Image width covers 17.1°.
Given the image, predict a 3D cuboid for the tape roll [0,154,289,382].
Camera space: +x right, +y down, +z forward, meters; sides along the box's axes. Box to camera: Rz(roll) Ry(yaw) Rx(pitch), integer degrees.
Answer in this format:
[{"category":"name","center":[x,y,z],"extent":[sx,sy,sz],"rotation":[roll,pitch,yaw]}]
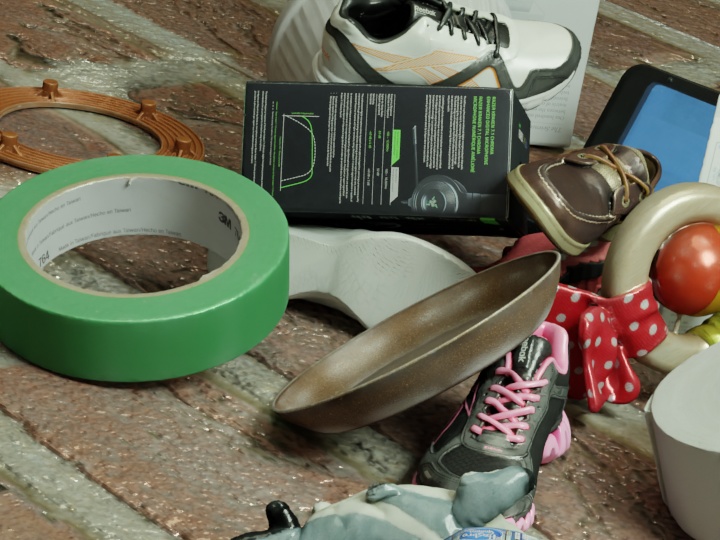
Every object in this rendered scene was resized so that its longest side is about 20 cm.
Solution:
[{"category":"tape roll","center":[-0.145,-0.005,1.539],"extent":[0.200,0.048,0.201],"rotation":[0,33,0]}]

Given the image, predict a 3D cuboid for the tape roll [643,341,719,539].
[{"category":"tape roll","center":[0.276,0.096,1.431],"extent":[0.202,0.071,0.203],"rotation":[-13,20,5]}]

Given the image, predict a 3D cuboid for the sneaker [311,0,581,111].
[{"category":"sneaker","center":[0.067,-0.163,1.739],"extent":[0.199,0.080,0.074],"rotation":[-3,50,-10]}]

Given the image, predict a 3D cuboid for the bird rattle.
[{"category":"bird rattle","center":[0.207,0.021,1.585],"extent":[0.199,0.164,0.113],"rotation":[15,1,-17]}]

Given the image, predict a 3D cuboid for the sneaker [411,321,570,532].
[{"category":"sneaker","center":[0.086,0.087,1.429],"extent":[0.079,0.096,0.200],"rotation":[18,23,8]}]

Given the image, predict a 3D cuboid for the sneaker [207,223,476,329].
[{"category":"sneaker","center":[0.000,0.000,1.645],"extent":[0.199,0.075,0.088],"rotation":[15,10,12]}]

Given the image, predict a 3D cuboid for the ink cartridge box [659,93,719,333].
[{"category":"ink cartridge box","center":[0.287,-0.034,1.684],"extent":[0.160,0.201,0.047],"rotation":[2,24,-23]}]

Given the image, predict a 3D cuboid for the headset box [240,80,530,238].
[{"category":"headset box","center":[0.029,-0.075,1.681],"extent":[0.199,0.093,0.174],"rotation":[2,-3,7]}]

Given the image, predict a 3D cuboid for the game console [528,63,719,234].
[{"category":"game console","center":[0.239,-0.070,1.866],"extent":[0.200,0.117,0.176],"rotation":[24,25,31]}]

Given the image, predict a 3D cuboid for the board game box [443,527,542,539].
[{"category":"board game box","center":[0.129,0.208,1.160],"extent":[0.199,0.062,0.200],"rotation":[20,23,-4]}]

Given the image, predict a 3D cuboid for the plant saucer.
[{"category":"plant saucer","center":[0.039,0.048,1.458],"extent":[0.200,0.032,0.200],"rotation":[-27,8,4]}]

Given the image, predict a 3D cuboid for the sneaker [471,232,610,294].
[{"category":"sneaker","center":[0.150,-0.010,1.723],"extent":[0.087,0.074,0.200],"rotation":[19,26,32]}]

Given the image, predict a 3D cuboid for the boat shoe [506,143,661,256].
[{"category":"boat shoe","center":[0.158,-0.058,1.595],"extent":[0.072,0.072,0.200],"rotation":[53,19,14]}]

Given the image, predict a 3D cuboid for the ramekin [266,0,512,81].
[{"category":"ramekin","center":[0.031,-0.146,1.857],"extent":[0.202,0.203,0.094],"rotation":[5,33,-15]}]

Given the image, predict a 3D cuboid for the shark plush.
[{"category":"shark plush","center":[0.018,0.152,1.274],"extent":[0.199,0.091,0.083],"rotation":[11,52,-16]}]

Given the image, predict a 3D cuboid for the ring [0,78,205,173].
[{"category":"ring","center":[-0.220,-0.113,1.878],"extent":[0.200,0.019,0.201],"rotation":[10,22,-4]}]

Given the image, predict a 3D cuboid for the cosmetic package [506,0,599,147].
[{"category":"cosmetic package","center":[0.092,-0.224,2.062],"extent":[0.199,0.201,0.123],"rotation":[4,20,-18]}]
